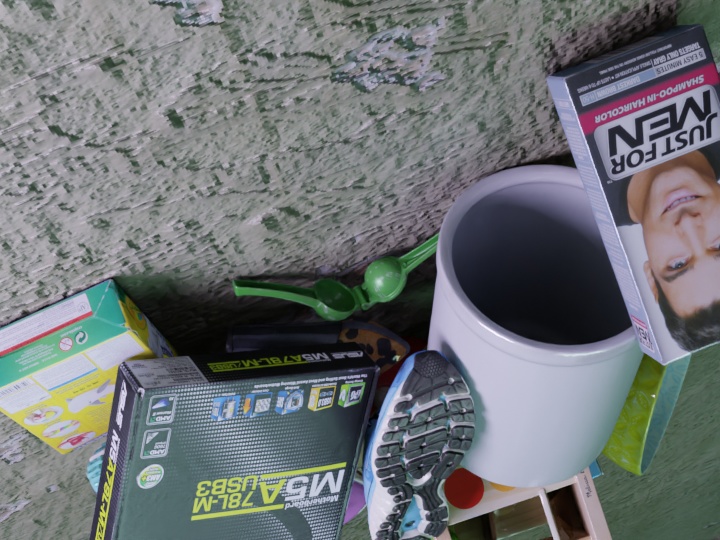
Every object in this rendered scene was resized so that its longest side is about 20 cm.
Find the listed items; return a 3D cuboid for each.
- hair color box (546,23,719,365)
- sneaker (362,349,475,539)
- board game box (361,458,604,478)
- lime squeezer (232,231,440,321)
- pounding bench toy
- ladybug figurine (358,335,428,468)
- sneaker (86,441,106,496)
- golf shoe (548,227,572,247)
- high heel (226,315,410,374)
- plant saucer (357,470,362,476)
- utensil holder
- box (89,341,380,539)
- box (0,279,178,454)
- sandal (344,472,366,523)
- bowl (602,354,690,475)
[{"bbox_3d":[0.205,-0.051,1.078,0.099,0.201,0.061,-21,-171,-2],"label":"hair color box"},{"bbox_3d":[0.028,0.126,1.237,0.078,0.090,0.201,-8,139,-19],"label":"sneaker"},{"bbox_3d":[0.102,0.166,1.527,0.199,0.097,0.159,-25,-167,-2],"label":"board game box"},{"bbox_3d":[0.000,0.000,1.242,0.199,0.038,0.071,-18,126,-11],"label":"lime squeezer"},{"bbox_3d":[0.120,0.225,1.370,0.155,0.201,0.124,-18,178,-5],"label":"pounding bench toy"},{"bbox_3d":[0.017,0.107,1.404,0.136,0.072,0.200,-45,174,-7],"label":"ladybug figurine"},{"bbox_3d":[-0.141,0.157,1.300,0.077,0.092,0.200,-19,-177,27],"label":"sneaker"},{"bbox_3d":[0.219,-0.015,1.335,0.077,0.088,0.200,-33,153,29],"label":"golf shoe"},{"bbox_3d":[-0.029,0.119,1.317,0.142,0.072,0.201,-1,132,3],"label":"high heel"},{"bbox_3d":[-0.095,0.183,1.488,0.199,0.038,0.200,0,165,0],"label":"plant saucer"},{"bbox_3d":[0.133,0.049,1.234,0.169,0.170,0.200,-16,146,-16],"label":"utensil holder"},{"bbox_3d":[-0.096,0.150,1.213,0.199,0.048,0.194,-3,118,-31],"label":"box"},{"bbox_3d":[-0.197,0.078,1.201,0.117,0.049,0.200,-24,157,0],"label":"box"},{"bbox_3d":[-0.060,0.202,1.331,0.202,0.050,0.083,12,126,-50],"label":"sandal"},{"bbox_3d":[0.244,0.079,1.523,0.107,0.201,0.200,18,167,18],"label":"bowl"}]
